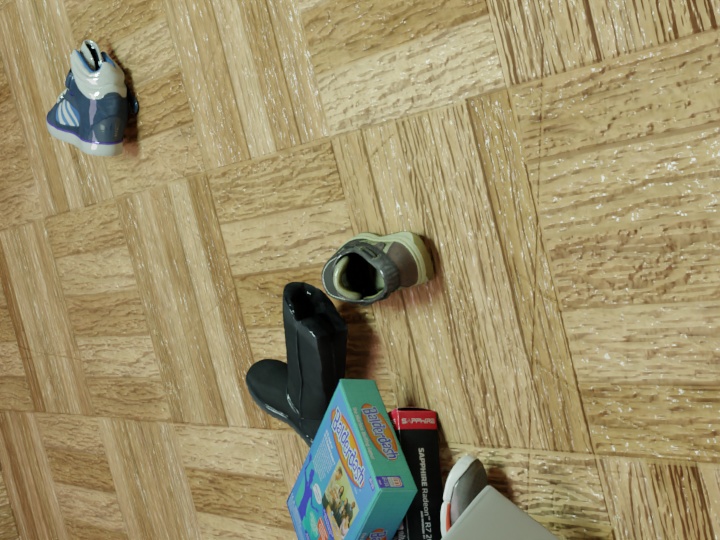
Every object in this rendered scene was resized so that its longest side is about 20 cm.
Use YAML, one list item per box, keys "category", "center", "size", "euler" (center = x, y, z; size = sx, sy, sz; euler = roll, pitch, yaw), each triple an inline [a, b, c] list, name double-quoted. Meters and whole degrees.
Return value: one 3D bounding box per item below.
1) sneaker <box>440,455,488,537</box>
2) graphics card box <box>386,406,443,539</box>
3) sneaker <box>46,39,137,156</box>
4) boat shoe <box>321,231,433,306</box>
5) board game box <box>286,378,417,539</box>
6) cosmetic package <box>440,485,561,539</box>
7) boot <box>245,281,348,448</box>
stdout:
- category: "sneaker"
  center: [0.135, 0.276, 1.520]
  size: [0.082, 0.077, 0.201]
  euler: [-1, 106, 32]
- category: "graphics card box"
  center: [0.040, 0.253, 1.616]
  size: [0.125, 0.051, 0.201]
  euler: [146, 124, -59]
- category: "sneaker"
  center: [-0.373, -0.247, 2.120]
  size: [0.200, 0.080, 0.147]
  euler: [32, 123, 55]
- category: "boat shoe"
  center: [0.001, 0.001, 1.592]
  size: [0.201, 0.066, 0.072]
  euler: [-11, 98, 62]
- category: "board game box"
  center: [-0.013, 0.237, 1.621]
  size: [0.152, 0.045, 0.201]
  euler: [-111, 34, -43]
- category: "cosmetic package"
  center: [0.126, 0.339, 1.382]
  size: [0.200, 0.165, 0.165]
  euler: [37, 139, 13]
- category: "boot"
  center: [-0.075, 0.093, 1.739]
  size: [0.165, 0.066, 0.201]
  euler: [35, 148, 32]
